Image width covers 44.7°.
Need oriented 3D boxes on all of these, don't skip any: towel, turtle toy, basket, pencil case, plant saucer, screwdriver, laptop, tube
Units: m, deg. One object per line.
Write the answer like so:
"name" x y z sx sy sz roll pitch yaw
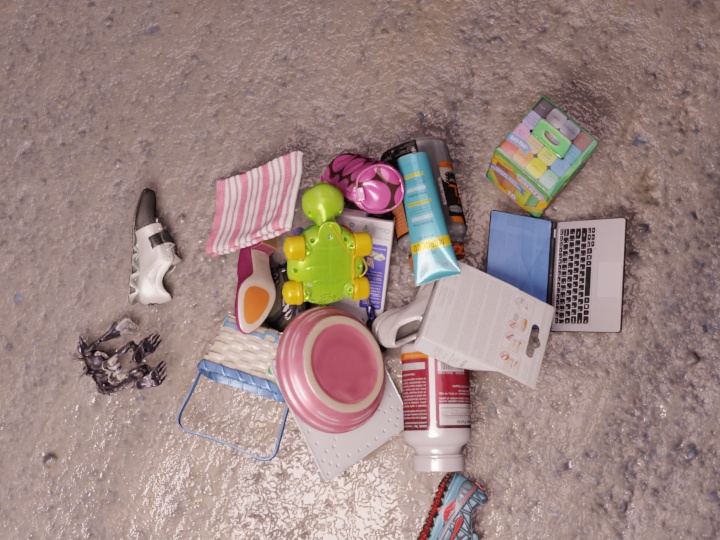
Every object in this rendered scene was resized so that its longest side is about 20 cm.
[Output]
"towel" -0.180 -0.111 1.471 0.198 0.030 0.149 -16 57 36
"turtle toy" -0.058 -0.037 1.393 0.143 0.101 0.204 -3 113 -14
"basket" -0.187 0.190 1.429 0.174 0.139 0.203 19 71 8
"pencil case" 0.000 -0.143 1.448 0.092 0.200 0.093 -4 101 -17
"plant saucer" -0.036 0.151 1.377 0.198 0.051 0.204 14 65 -31
"screwdriver" 0.011 0.043 1.464 0.027 0.029 0.204 -10 102 14
"laptop" 0.320 -0.001 1.441 0.197 0.115 0.191 -2 78 38
"tube" 0.103 -0.083 1.389 0.076 0.050 0.204 -15 84 25

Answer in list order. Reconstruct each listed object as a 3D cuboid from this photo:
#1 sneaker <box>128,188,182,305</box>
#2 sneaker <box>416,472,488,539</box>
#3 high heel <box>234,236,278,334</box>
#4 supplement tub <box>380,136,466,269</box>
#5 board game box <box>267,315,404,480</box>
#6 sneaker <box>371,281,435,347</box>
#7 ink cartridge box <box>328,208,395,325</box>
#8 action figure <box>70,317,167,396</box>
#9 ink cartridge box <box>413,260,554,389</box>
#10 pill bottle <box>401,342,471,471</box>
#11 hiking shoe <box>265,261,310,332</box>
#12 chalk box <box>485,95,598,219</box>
"sneaker" -0.351 -0.040 1.521 0.087 0.074 0.204 1 88 -1
"sneaker" 0.145 0.432 1.400 0.094 0.079 0.203 23 87 1
"high heel" -0.187 0.024 1.456 0.067 0.096 0.203 21 57 -29
"supplement tub" 0.109 -0.110 1.474 0.120 0.123 0.204 -12 80 1
"board game box" -0.033 0.202 1.409 0.198 0.026 0.202 -26 89 -38
"sneaker" 0.116 0.066 1.445 0.199 0.088 0.076 -38 111 -11
"ink cartridge box" 0.000 0.000 1.476 0.098 0.039 0.203 9 113 5
"action figure" -0.399 0.151 1.472 0.198 0.102 0.121 -3 111 41
"ink cartridge box" 0.198 0.089 1.394 0.197 0.047 0.162 25 57 -3
"pill bottle" 0.123 0.220 1.421 0.111 0.113 0.204 -1 80 3
"hiking shoe" -0.112 0.008 1.491 0.099 0.076 0.202 26 84 4
"chalk box" 0.297 -0.187 1.435 0.124 0.200 0.124 43 85 10
